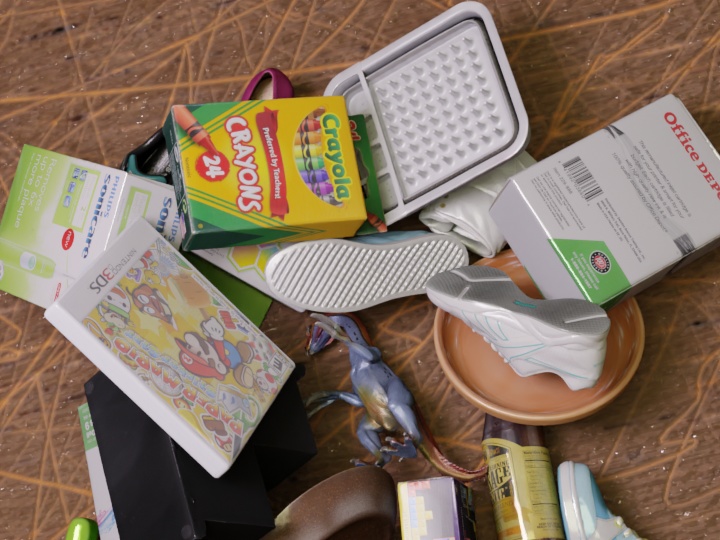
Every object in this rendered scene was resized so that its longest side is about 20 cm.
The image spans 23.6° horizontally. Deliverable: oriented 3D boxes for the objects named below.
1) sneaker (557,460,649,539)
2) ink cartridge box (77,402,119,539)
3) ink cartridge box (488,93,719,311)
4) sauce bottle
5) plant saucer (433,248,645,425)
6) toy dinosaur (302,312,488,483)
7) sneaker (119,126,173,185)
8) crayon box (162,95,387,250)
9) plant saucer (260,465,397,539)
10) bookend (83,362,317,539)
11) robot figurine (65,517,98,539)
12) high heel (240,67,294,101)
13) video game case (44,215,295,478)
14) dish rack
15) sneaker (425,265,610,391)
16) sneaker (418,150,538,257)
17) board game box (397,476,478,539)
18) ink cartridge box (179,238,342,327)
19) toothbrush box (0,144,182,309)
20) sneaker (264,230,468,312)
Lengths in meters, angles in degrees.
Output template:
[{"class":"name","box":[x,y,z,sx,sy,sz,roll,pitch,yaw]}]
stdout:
[{"class":"sneaker","box":[0.262,0.261,1.597,0.130,0.080,0.201,-17,87,7]},{"class":"ink cartridge box","box":[-0.173,0.212,1.624,0.087,0.145,0.201,-26,71,37]},{"class":"ink cartridge box","box":[0.246,-0.055,1.623,0.199,0.084,0.146,-27,77,-20]},{"class":"sauce bottle","box":[0.148,0.181,1.635,0.066,0.066,0.201,-12,68,6]},{"class":"plant saucer","box":[0.169,0.066,1.635,0.199,0.038,0.201,-2,53,3]},{"class":"toy dinosaur","box":[0.009,0.119,1.662,0.105,0.199,0.182,-46,31,33]},{"class":"sneaker","box":[-0.228,-0.072,1.732,0.071,0.080,0.201,32,86,13]},{"class":"crayon box","box":[-0.073,-0.093,1.591,0.199,0.051,0.128,-6,72,-19]},{"class":"plant saucer","box":[-0.035,0.266,1.576,0.200,0.200,0.037,-46,59,-2]},{"class":"bookend","box":[-0.123,0.175,1.526,0.092,0.199,0.200,-39,55,31]},{"class":"robot figurine","box":[-0.259,0.339,1.640,0.174,0.116,0.201,8,81,-2]},{"class":"high heel","box":[-0.121,-0.105,1.715,0.067,0.096,0.201,16,82,11]},{"class":"video game case","box":[-0.159,0.061,1.488,0.200,0.182,0.023,45,120,-7]},{"class":"dish rack","box":[0.067,-0.144,1.646,0.199,0.043,0.172,-28,64,25]},{"class":"sneaker","box":[0.138,0.054,1.575,0.200,0.081,0.070,23,39,38]},{"class":"sneaker","box":[0.086,-0.103,1.684,0.200,0.074,0.116,43,72,13]},{"class":"board game box","box":[0.079,0.295,1.572,0.056,0.165,0.201,-6,79,7]},{"class":"ink cartridge box","box":[-0.124,0.004,1.669,0.147,0.076,0.201,30,84,-28]},{"class":"toothbrush box","box":[-0.263,-0.030,1.650,0.200,0.086,0.146,18,91,48]},{"class":"sneaker","box":[0.000,0.000,1.658,0.199,0.082,0.074,-2,94,-15]}]
